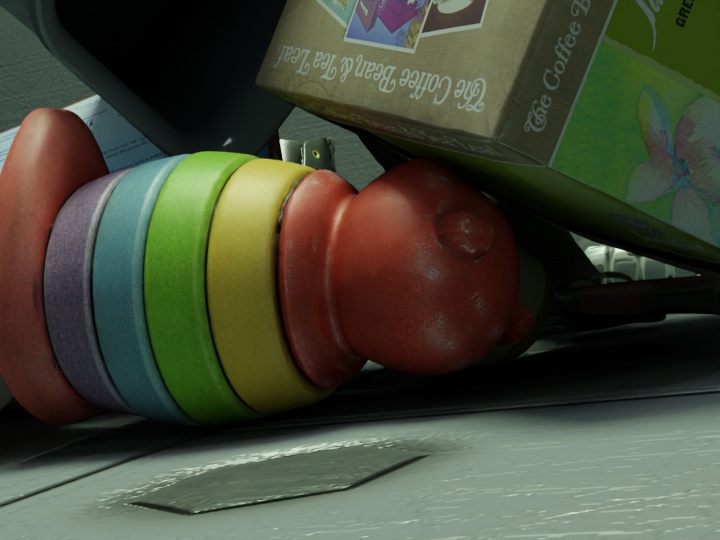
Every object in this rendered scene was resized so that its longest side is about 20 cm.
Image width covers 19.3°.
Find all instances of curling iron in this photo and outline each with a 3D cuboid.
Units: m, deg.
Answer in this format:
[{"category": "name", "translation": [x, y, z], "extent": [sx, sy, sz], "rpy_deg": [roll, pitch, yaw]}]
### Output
[{"category": "curling iron", "translation": [0.171, 0.005, 0.895], "extent": [0.198, 0.026, 0.049], "rpy_deg": [-7, 7, 30]}]

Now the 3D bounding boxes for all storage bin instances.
[{"category": "storage bin", "translation": [-0.078, -0.161, 0.918], "extent": [0.145, 0.201, 0.134], "rpy_deg": [40, -11, -30]}]

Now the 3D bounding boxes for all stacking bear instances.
[{"category": "stacking bear", "translation": [-0.034, 0.003, 0.818], "extent": [0.198, 0.122, 0.114], "rpy_deg": [-3, 46, 23]}]

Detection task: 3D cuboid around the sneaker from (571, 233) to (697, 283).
[{"category": "sneaker", "translation": [0.116, -0.045, 1.107], "extent": [0.198, 0.117, 0.075], "rpy_deg": [-10, 1, 0]}]

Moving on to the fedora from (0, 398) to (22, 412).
[{"category": "fedora", "translation": [-0.148, -0.010, 1.044], "extent": [0.198, 0.091, 0.177], "rpy_deg": [-16, 21, 5]}]

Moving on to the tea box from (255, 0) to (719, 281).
[{"category": "tea box", "translation": [0.098, -0.086, 0.823], "extent": [0.196, 0.135, 0.200], "rpy_deg": [22, 0, -30]}]

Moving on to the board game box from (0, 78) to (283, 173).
[{"category": "board game box", "translation": [-0.130, -0.034, 0.960], "extent": [0.198, 0.020, 0.104], "rpy_deg": [-20, 45, 11]}]

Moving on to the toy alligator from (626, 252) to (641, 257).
[{"category": "toy alligator", "translation": [0.197, -0.013, 0.965], "extent": [0.054, 0.060, 0.200], "rpy_deg": [35, -19, -20]}]

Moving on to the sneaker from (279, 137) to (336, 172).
[{"category": "sneaker", "translation": [-0.047, -0.015, 1.146], "extent": [0.074, 0.107, 0.200], "rpy_deg": [-9, 4, 6]}]

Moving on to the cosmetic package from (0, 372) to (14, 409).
[{"category": "cosmetic package", "translation": [-0.211, -0.027, 0.914], "extent": [0.074, 0.102, 0.200], "rpy_deg": [-43, 45, -11]}]

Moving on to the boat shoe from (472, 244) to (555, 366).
[{"category": "boat shoe", "translation": [-0.012, -0.001, 0.914], "extent": [0.199, 0.072, 0.064], "rpy_deg": [-3, -31, 38]}]

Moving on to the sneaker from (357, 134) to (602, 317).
[{"category": "sneaker", "translation": [0.063, -0.053, 1.030], "extent": [0.079, 0.076, 0.200], "rpy_deg": [-39, 49, -2]}]
